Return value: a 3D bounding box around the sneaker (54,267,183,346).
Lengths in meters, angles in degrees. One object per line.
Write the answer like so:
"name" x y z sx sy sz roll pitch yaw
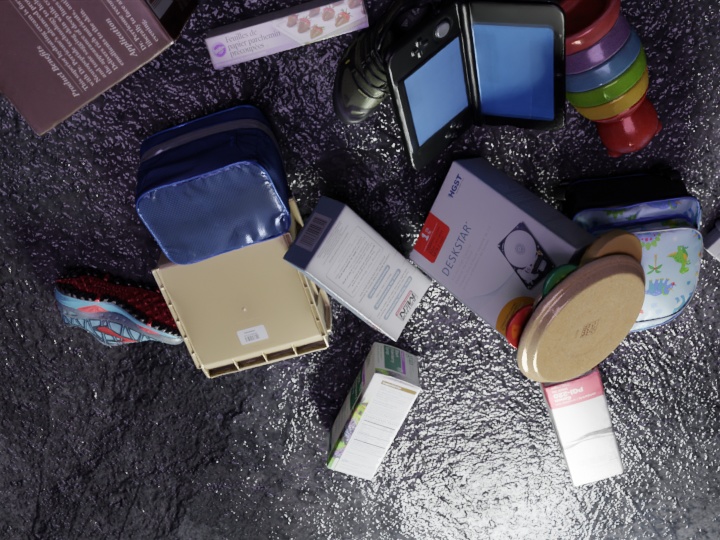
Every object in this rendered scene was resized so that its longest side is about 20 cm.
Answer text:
"sneaker" -0.341 0.067 1.175 0.196 0.080 0.097 20 129 -3

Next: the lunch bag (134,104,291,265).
"lunch bag" -0.191 -0.110 1.032 0.196 0.134 0.137 -15 136 7

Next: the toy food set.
"toy food set" 0.263 0.056 0.988 0.195 0.049 0.202 -29 138 -12

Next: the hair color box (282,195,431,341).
"hair color box" 0.000 0.000 1.086 0.199 0.060 0.100 39 81 -39

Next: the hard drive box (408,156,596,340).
"hard drive box" 0.180 -0.026 1.054 0.199 0.076 0.158 40 123 27

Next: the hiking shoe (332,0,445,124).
"hiking shoe" 0.026 -0.255 0.963 0.075 0.101 0.201 31 114 -11

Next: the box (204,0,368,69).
"box" -0.087 -0.291 0.978 0.196 0.042 0.039 -14 120 6

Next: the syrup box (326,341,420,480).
"syrup box" 0.019 0.218 1.258 0.080 0.079 0.203 18 119 -11

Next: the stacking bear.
"stacking bear" 0.297 -0.229 0.984 0.120 0.114 0.201 -33 122 11

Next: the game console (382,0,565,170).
"game console" 0.136 -0.204 0.941 0.175 0.116 0.201 -40 147 -12

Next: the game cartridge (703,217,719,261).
"game cartridge" 0.583 -0.074 1.123 0.129 0.039 0.201 35 115 -15

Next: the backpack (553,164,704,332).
"backpack" 0.360 -0.011 1.090 0.179 0.148 0.203 -7 124 7

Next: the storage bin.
"storage bin" -0.157 0.029 1.136 0.196 0.094 0.201 -14 120 7

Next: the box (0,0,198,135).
"box" -0.314 -0.293 0.899 0.197 0.165 0.167 -27 119 15

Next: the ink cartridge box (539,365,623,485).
"ink cartridge box" 0.316 0.191 1.207 0.083 0.147 0.202 -19 119 9
